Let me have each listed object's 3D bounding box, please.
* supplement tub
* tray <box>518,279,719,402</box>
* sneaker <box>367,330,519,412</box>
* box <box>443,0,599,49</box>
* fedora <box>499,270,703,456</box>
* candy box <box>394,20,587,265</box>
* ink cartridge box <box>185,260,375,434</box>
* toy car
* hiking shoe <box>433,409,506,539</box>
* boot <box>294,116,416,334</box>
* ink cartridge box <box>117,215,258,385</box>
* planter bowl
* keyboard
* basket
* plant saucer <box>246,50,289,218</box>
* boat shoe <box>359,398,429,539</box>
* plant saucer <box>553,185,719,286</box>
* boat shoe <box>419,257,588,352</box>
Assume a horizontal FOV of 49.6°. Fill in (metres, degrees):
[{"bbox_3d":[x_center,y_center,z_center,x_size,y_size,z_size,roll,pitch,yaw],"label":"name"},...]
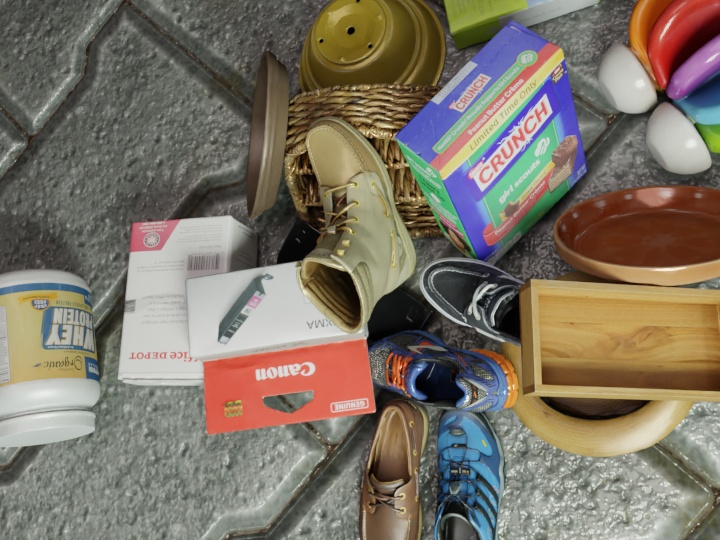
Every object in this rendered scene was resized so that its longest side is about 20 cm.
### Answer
[{"bbox_3d":[-0.410,0.112,0.991,0.144,0.145,0.201,-16,73,15],"label":"supplement tub"},{"bbox_3d":[0.244,0.065,0.700,0.199,0.037,0.099,3,74,-8],"label":"tray"},{"bbox_3d":[0.068,0.107,0.831,0.200,0.078,0.076,1,93,46],"label":"sneaker"},{"bbox_3d":[0.196,-0.359,0.938,0.199,0.048,0.122,-14,74,16],"label":"box"},{"bbox_3d":[0.247,0.094,0.798,0.200,0.082,0.201,-6,77,27],"label":"fedora"},{"bbox_3d":[0.142,-0.119,0.801,0.169,0.200,0.077,-45,53,-5],"label":"candy box"},{"bbox_3d":[-0.091,0.082,0.867,0.199,0.044,0.174,-9,73,6],"label":"ink cartridge box"},{"bbox_3d":[0.352,-0.213,0.794,0.175,0.150,0.200,-34,69,9],"label":"toy car"},{"bbox_3d":[0.113,0.235,0.809,0.074,0.087,0.201,-9,75,17],"label":"hiking shoe"},{"bbox_3d":[-0.022,-0.050,0.795,0.073,0.155,0.200,-16,106,31],"label":"boot"},{"bbox_3d":[-0.211,0.043,0.969,0.145,0.085,0.201,-2,75,18],"label":"ink cartridge box"},{"bbox_3d":[0.000,-0.281,0.970,0.200,0.083,0.201,-4,76,18],"label":"planter bowl"},{"bbox_3d":[0.000,0.000,0.910,0.200,0.021,0.127,35,113,12],"label":"keyboard"},{"bbox_3d":[0.013,-0.121,0.894,0.199,0.143,0.149,1,79,17],"label":"basket"},{"bbox_3d":[-0.113,-0.161,0.941,0.029,0.200,0.201,5,77,-14],"label":"plant saucer"},{"bbox_3d":[0.030,0.238,0.848,0.072,0.068,0.201,3,79,20],"label":"boat shoe"},{"bbox_3d":[0.294,-0.034,0.770,0.200,0.200,0.032,-3,116,19],"label":"plant saucer"},{"bbox_3d":[0.139,0.037,0.779,0.200,0.068,0.072,29,94,29],"label":"boat shoe"}]
